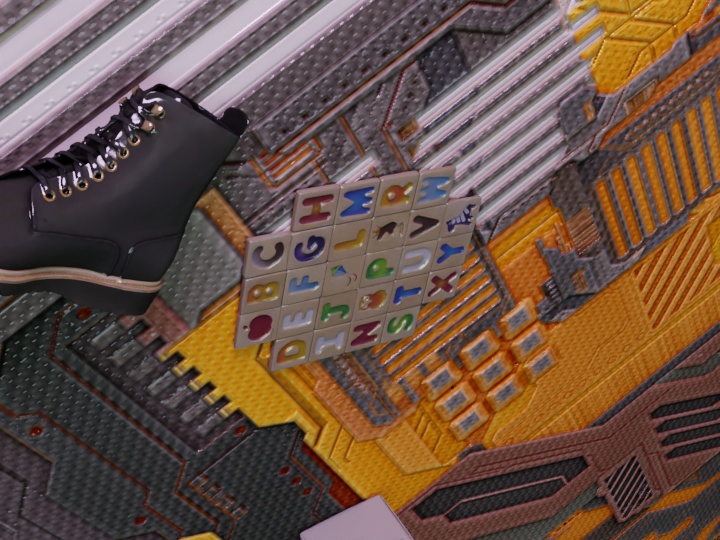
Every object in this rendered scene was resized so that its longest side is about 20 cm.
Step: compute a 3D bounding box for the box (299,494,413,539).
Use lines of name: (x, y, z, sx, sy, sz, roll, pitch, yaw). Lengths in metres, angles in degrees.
box: (0.001, 0.320, 1.056, 0.095, 0.078, 0.200, -21, 137, -22)

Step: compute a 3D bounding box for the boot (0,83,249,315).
boot: (-0.162, -0.058, 0.594, 0.138, 0.077, 0.200, -56, 151, 12)

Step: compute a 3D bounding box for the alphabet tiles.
alphabet tiles: (0.000, 0.000, 0.815, 0.200, 0.006, 0.167, -12, 133, -29)
